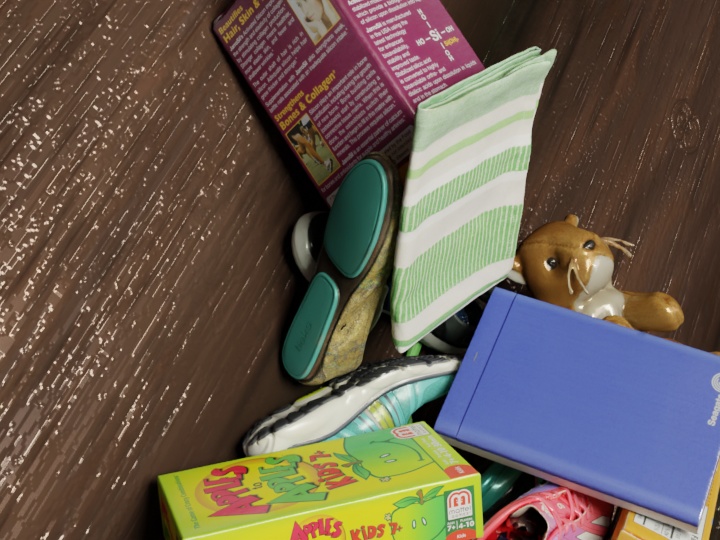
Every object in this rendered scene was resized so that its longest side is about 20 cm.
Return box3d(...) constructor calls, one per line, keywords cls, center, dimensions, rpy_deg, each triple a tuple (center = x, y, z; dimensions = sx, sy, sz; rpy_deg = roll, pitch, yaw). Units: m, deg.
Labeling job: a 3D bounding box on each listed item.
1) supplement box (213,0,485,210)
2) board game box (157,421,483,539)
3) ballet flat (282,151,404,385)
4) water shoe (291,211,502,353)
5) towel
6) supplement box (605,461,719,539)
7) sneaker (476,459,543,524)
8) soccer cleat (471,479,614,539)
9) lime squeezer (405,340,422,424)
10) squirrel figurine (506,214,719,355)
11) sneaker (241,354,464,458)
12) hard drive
box3d(cls="supplement box", center=(0.001, -0.151, 0.883), dimensions=(0.103, 0.131, 0.201), rpy_deg=(-31, 88, -42))
box3d(cls="board game box", center=(-0.029, 0.158, 0.779), dimensions=(0.198, 0.102, 0.048), rpy_deg=(-9, 106, -17))
box3d(cls="ballet flat", center=(0.000, 0.000, 0.855), dimensions=(0.070, 0.201, 0.071), rpy_deg=(17, 30, -10))
box3d(cls="water shoe", center=(0.037, -0.001, 0.933), dimensions=(0.199, 0.079, 0.072), rpy_deg=(28, 52, -32))
box3d(cls="towel", center=(0.078, -0.050, 0.832), dimensions=(0.152, 0.023, 0.202), rpy_deg=(-32, 141, -40))
box3d(cls="supplement box", center=(0.233, 0.189, 0.896), dimensions=(0.200, 0.068, 0.067), rpy_deg=(-36, 148, -61))
box3d(cls="sneaker", center=(0.106, 0.223, 0.953), dimensions=(0.120, 0.084, 0.201), rpy_deg=(30, 92, 9))
box3d(cls="soccer cleat", center=(0.133, 0.185, 0.835), dimensions=(0.068, 0.074, 0.199), rpy_deg=(36, 40, 24))
box3d(cls="lime squeezer", center=(0.037, 0.146, 0.936), dimensions=(0.070, 0.038, 0.202), rpy_deg=(8, 74, -38))
box3d(cls="squirrel figurine", center=(0.186, 0.052, 0.999), dimensions=(0.141, 0.200, 0.188), rpy_deg=(-34, 91, -19))
box3d(cls="sneaker", center=(0.001, 0.120, 0.887), dimensions=(0.199, 0.077, 0.080), rpy_deg=(-26, 98, -27))
box3d(cls="hard drive", center=(0.170, 0.098, 0.863), dimensions=(0.025, 0.198, 0.133), rpy_deg=(76, 37, -56))
